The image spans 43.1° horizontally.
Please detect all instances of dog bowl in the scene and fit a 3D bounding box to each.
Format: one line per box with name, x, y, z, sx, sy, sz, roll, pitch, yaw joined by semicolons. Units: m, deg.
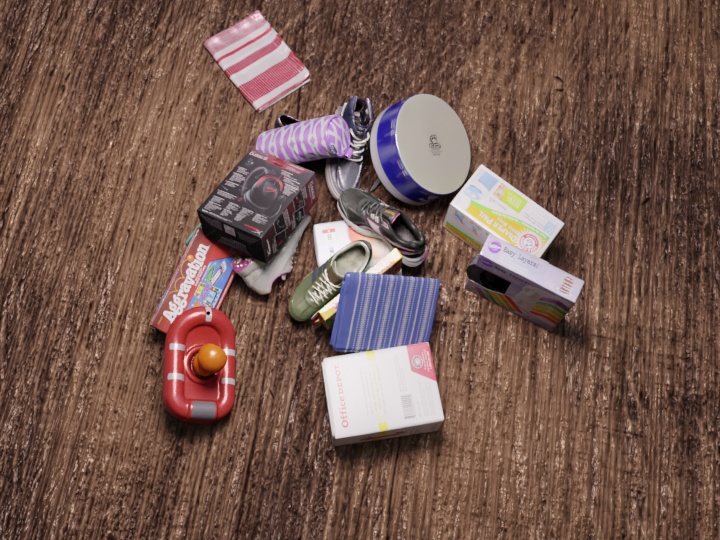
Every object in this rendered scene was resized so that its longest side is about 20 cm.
dog bowl;0.118;-0.233;1.760;0.198;0.078;0.203;10;74;-37

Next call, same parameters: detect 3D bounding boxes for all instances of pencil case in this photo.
pencil case;-0.107;-0.240;1.739;0.198;0.086;0.085;-3;48;37

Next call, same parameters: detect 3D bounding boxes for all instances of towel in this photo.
towel;0.045;0.078;1.642;0.197;0.024;0.147;5;103;-28
towel;-0.214;-0.438;1.898;0.143;0.023;0.201;-35;75;-15

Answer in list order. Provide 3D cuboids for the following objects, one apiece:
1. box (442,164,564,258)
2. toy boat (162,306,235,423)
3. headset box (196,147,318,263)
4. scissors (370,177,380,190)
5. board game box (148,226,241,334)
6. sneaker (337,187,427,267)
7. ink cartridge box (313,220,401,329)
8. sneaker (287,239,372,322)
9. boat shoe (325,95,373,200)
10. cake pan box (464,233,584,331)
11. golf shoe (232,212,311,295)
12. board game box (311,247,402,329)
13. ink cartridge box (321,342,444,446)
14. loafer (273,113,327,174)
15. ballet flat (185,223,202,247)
box;0.273;-0.088;1.753;0.199;0.102;0.113;36;70;10
toy boat;-0.270;0.159;1.588;0.129;0.130;0.203;7;69;-27
headset box;-0.180;-0.129;1.675;0.147;0.076;0.201;22;57;21
scissors;0.076;-0.240;1.848;0.199;0.014;0.073;-38;78;-15
board game box;-0.299;0.033;1.677;0.102;0.019;0.202;30;73;-21
sneaker;0.048;-0.097;1.701;0.199;0.087;0.081;33;68;9
ink cartridge box;0.000;0.000;1.729;0.159;0.050;0.203;-7;66;-6
sneaker;-0.055;0.013;1.665;0.200;0.090;0.067;-42;89;-8
boat shoe;-0.018;-0.238;1.750;0.074;0.093;0.203;5;77;-21
cake pan box;0.292;0.024;1.668;0.198;0.185;0.053;28;69;6
golf shoe;-0.155;-0.036;1.729;0.200;0.075;0.092;-46;115;-30
board game box;-0.006;0.040;1.663;0.199;0.096;0.030;-37;79;-8
ink cartridge box;0.036;0.221;1.626;0.197;0.084;0.147;-7;69;-7
loafer;-0.086;-0.247;1.810;0.198;0.063;0.072;27;68;6
ballet flat;-0.254;-0.108;1.751;0.072;0.068;0.201;33;65;-5
